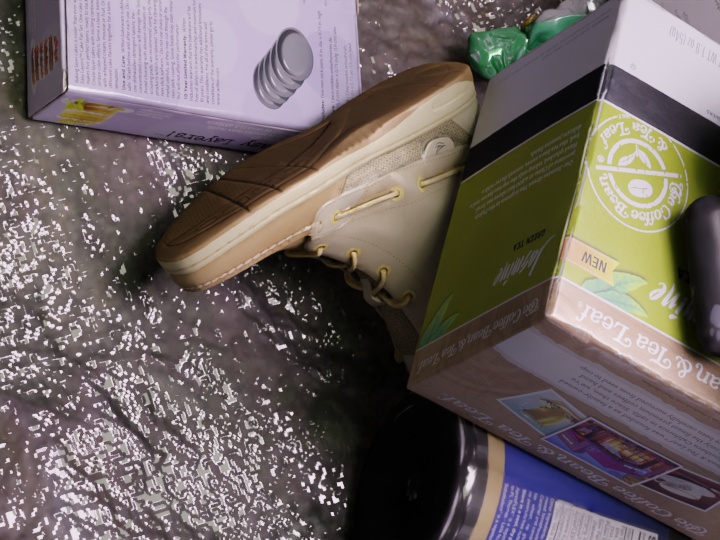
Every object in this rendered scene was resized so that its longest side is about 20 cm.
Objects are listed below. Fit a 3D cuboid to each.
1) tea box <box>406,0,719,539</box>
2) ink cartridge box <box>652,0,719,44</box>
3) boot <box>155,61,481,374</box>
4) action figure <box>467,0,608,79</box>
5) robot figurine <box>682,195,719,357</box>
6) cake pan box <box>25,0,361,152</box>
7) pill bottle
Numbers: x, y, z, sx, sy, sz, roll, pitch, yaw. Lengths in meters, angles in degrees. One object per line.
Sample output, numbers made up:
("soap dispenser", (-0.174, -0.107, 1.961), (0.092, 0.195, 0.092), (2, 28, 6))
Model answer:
("tea box", (0.156, 0.002, 1.491), (0.199, 0.133, 0.198), (27, 61, -22))
("ink cartridge box", (0.210, -0.099, 1.637), (0.146, 0.200, 0.083), (-4, 61, -34))
("boot", (0.000, 0.000, 1.543), (0.199, 0.073, 0.156), (-33, 114, -26))
("action figure", (0.149, -0.139, 1.693), (0.199, 0.118, 0.055), (-13, 61, -27))
("robot figurine", (0.247, -0.003, 1.395), (0.150, 0.125, 0.201), (4, 71, -38))
("cake pan box", (-0.090, -0.168, 1.565), (0.183, 0.052, 0.202), (6, 72, -34))
("pill bottle", (0.105, 0.139, 1.555), (0.199, 0.112, 0.113), (19, 65, -27))
